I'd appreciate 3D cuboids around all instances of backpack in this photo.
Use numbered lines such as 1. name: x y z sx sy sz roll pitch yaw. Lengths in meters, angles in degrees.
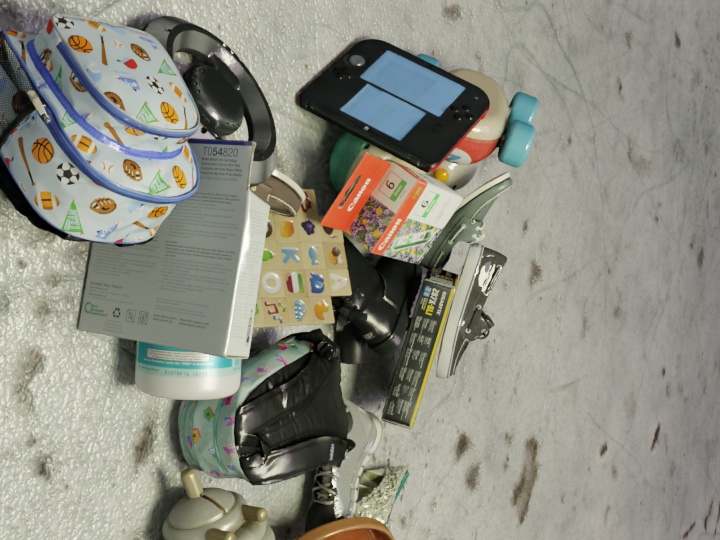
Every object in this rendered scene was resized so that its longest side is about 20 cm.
1. backpack: -0.108 0.169 1.220 0.200 0.127 0.167 -25 106 -52
2. backpack: -0.229 -0.120 0.934 0.200 0.154 0.191 -9 69 -54

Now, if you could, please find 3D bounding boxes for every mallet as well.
1. mallet: 0.029 0.095 1.489 0.200 0.041 0.066 5 89 -59

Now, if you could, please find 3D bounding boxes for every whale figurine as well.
1. whale figurine: 0.027 -0.125 1.405 0.159 0.104 0.200 -49 153 -4

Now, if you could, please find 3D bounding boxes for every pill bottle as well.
1. pill bottle: -0.176 0.029 1.112 0.111 0.111 0.200 -2 97 -55

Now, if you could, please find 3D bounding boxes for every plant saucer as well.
1. plant saucer: -0.048 0.381 1.339 0.200 0.032 0.200 -19 136 -20

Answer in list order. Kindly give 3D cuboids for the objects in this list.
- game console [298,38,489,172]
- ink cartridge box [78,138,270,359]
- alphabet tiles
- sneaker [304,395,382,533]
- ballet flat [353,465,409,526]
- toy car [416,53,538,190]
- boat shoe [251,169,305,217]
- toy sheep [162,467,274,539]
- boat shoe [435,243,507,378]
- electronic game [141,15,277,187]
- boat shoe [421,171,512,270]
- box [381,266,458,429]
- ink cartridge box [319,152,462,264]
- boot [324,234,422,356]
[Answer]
1. game console: 0.047 -0.214 1.339 0.177 0.200 0.031 -47 159 -42
2. ink cartridge box: -0.179 -0.027 1.023 0.041 0.200 0.200 9 89 -57
3. alphabet tiles: -0.096 -0.017 1.240 0.200 0.006 0.167 -1 76 -39
4. sneaker: -0.050 0.252 1.375 0.115 0.075 0.200 46 53 -37
5. ballet flat: 0.022 0.307 1.468 0.200 0.072 0.072 -38 129 -76
6. toy car: 0.127 -0.168 1.500 0.177 0.184 0.200 -72 -177 -55
7. boat shoe: -0.142 -0.096 1.170 0.200 0.072 0.060 28 66 -45
8. toy sheep: -0.154 0.307 1.168 0.138 0.138 0.200 -28 108 -51
9. boat shoe: 0.157 0.063 1.488 0.070 0.066 0.200 -44 150 -81
10. electronic game: -0.156 -0.176 1.108 0.200 0.042 0.200 42 31 -33
11. boat shoe: 0.151 -0.065 1.502 0.062 0.200 0.073 52 34 5
12. box: 0.083 0.101 1.458 0.160 0.049 0.200 -54 161 -82
13. ink cartridge box: 0.042 -0.073 1.320 0.109 0.050 0.200 -57 153 12
14. boot: -0.001 0.000 1.389 0.162 0.073 0.198 45 37 -26
